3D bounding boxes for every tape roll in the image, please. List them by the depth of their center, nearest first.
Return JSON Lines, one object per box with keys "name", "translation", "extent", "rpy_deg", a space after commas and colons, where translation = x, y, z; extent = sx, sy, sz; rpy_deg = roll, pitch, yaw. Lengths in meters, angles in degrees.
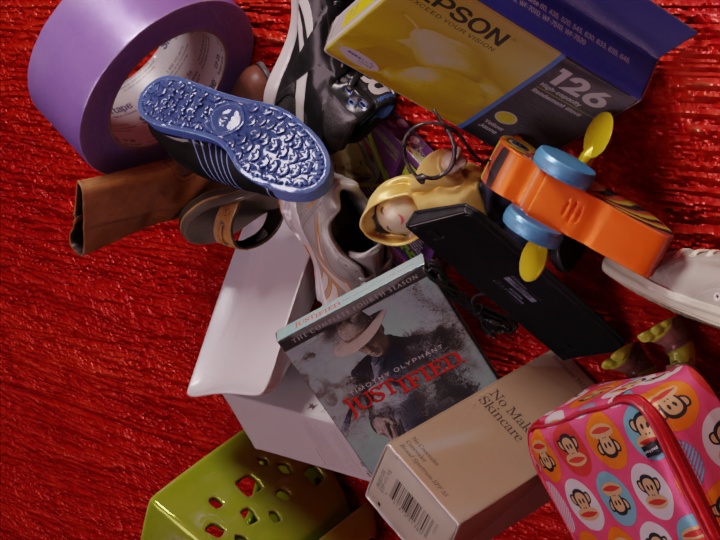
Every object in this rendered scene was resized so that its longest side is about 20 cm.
{"name": "tape roll", "translation": [-0.201, -0.191, 1.616], "extent": [0.085, 0.200, 0.200], "rpy_deg": [44, 141, 24]}

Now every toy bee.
{"name": "toy bee", "translation": [0.137, -0.071, 1.294], "extent": [0.131, 0.109, 0.200], "rpy_deg": [-41, 100, 15]}

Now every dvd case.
{"name": "dvd case", "translation": [0.038, 0.095, 1.507], "extent": [0.200, 0.146, 0.022], "rpy_deg": [57, -169, -28]}

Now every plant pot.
{"name": "plant pot", "translation": [-0.101, 0.299, 1.820], "extent": [0.181, 0.199, 0.201], "rpy_deg": [36, 137, 23]}

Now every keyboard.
{"name": "keyboard", "translation": [0.113, 0.012, 1.406], "extent": [0.200, 0.021, 0.127], "rpy_deg": [40, 148, -28]}

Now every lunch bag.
{"name": "lunch bag", "translation": [0.219, 0.167, 1.296], "extent": [0.177, 0.082, 0.200], "rpy_deg": [62, 156, 1]}

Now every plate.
{"name": "plate", "translation": [-0.087, 0.028, 1.650], "extent": [0.032, 0.200, 0.200], "rpy_deg": [24, 166, -22]}

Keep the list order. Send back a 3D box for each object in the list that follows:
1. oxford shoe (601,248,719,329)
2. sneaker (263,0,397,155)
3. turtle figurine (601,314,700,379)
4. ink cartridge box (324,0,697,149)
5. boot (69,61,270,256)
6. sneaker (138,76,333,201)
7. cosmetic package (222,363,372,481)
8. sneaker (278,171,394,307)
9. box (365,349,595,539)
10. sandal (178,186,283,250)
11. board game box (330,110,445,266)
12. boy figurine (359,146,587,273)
{"name": "oxford shoe", "translation": [0.256, 0.011, 1.281], "extent": [0.200, 0.075, 0.058], "rpy_deg": [21, 92, 54]}
{"name": "sneaker", "translation": [-0.005, -0.190, 1.470], "extent": [0.112, 0.073, 0.201], "rpy_deg": [37, 129, 25]}
{"name": "turtle figurine", "translation": [0.260, 0.116, 1.334], "extent": [0.162, 0.064, 0.200], "rpy_deg": [62, 154, 11]}
{"name": "ink cartridge box", "translation": [0.105, -0.166, 1.275], "extent": [0.197, 0.047, 0.200], "rpy_deg": [29, 152, -19]}
{"name": "boot", "translation": [-0.176, -0.105, 1.635], "extent": [0.069, 0.199, 0.189], "rpy_deg": [61, 149, 23]}
{"name": "sneaker", "translation": [-0.099, -0.104, 1.509], "extent": [0.200, 0.070, 0.078], "rpy_deg": [28, 166, 27]}
{"name": "cosmetic package", "translation": [-0.024, 0.122, 1.656], "extent": [0.199, 0.113, 0.081], "rpy_deg": [8, 136, 47]}
{"name": "sneaker", "translation": [0.000, 0.000, 1.533], "extent": [0.092, 0.076, 0.200], "rpy_deg": [18, 142, 59]}
{"name": "box", "translation": [0.112, 0.152, 1.431], "extent": [0.095, 0.200, 0.078], "rpy_deg": [45, 142, 23]}
{"name": "sandal", "translation": [-0.099, -0.050, 1.627], "extent": [0.200, 0.081, 0.055], "rpy_deg": [-19, 74, 44]}
{"name": "board game box", "translation": [0.013, -0.091, 1.554], "extent": [0.200, 0.032, 0.120], "rpy_deg": [48, 139, 22]}
{"name": "boy figurine", "translation": [0.083, -0.051, 1.416], "extent": [0.199, 0.065, 0.125], "rpy_deg": [8, 139, 34]}
